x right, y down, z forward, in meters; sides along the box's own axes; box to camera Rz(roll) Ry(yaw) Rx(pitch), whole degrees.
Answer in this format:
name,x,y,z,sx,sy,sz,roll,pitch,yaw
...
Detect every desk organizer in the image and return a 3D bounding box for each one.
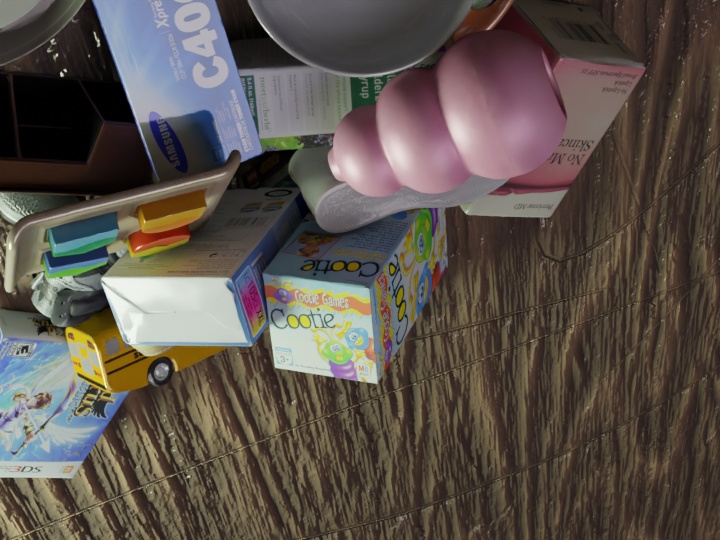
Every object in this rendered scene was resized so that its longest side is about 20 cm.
name,x,y,z,sx,sy,sz,roll,pitch,yaw
desk organizer,-0.269,-0.116,1.312,0.200,0.072,0.077,0,131,-38

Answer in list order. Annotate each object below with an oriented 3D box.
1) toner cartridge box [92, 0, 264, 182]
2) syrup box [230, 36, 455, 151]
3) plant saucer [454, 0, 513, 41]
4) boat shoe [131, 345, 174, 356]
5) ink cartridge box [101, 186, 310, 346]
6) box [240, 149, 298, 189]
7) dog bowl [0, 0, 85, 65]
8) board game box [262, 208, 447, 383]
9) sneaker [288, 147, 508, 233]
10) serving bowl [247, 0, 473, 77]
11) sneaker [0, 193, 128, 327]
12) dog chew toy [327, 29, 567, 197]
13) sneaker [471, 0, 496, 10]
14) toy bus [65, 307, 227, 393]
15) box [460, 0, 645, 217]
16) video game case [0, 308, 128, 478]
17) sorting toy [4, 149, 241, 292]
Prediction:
name,x,y,z,sx,sy,sz,roll,pitch,yaw
toner cartridge box,-0.154,-0.175,1.276,0.095,0.043,0.200,-21,117,-7
syrup box,-0.014,-0.162,1.371,0.199,0.081,0.079,-4,118,0
plant saucer,0.061,-0.269,1.414,0.200,0.037,0.200,-22,143,-17
boat shoe,-0.137,0.035,1.496,0.200,0.072,0.065,-36,122,-34
ink cartridge box,-0.126,-0.015,1.426,0.136,0.200,0.077,0,123,24
box,0.001,-0.114,1.516,0.200,0.040,0.137,-35,146,23
dog bowl,-0.296,-0.243,1.152,0.200,0.059,0.200,-20,142,-17
board game box,0.000,0.000,1.419,0.200,0.105,0.103,-55,147,-52
sneaker,0.034,-0.104,1.415,0.199,0.116,0.074,-14,124,-16
serving bowl,-0.001,-0.260,1.286,0.200,0.200,0.066,-33,-175,0
sneaker,-0.277,-0.010,1.422,0.114,0.076,0.200,-47,145,14
dog chew toy,0.068,-0.121,1.290,0.200,0.125,0.125,-20,147,13
sneaker,0.149,-0.311,1.340,0.088,0.076,0.200,23,90,-43
toy bus,-0.190,0.058,1.545,0.200,0.065,0.078,-25,116,-34
box,0.170,-0.162,1.561,0.128,0.109,0.200,-1,133,-38
video game case,-0.332,0.130,1.573,0.181,0.045,0.200,7,128,-43
sorting toy,-0.199,-0.033,1.289,0.200,0.037,0.185,-20,173,-17
